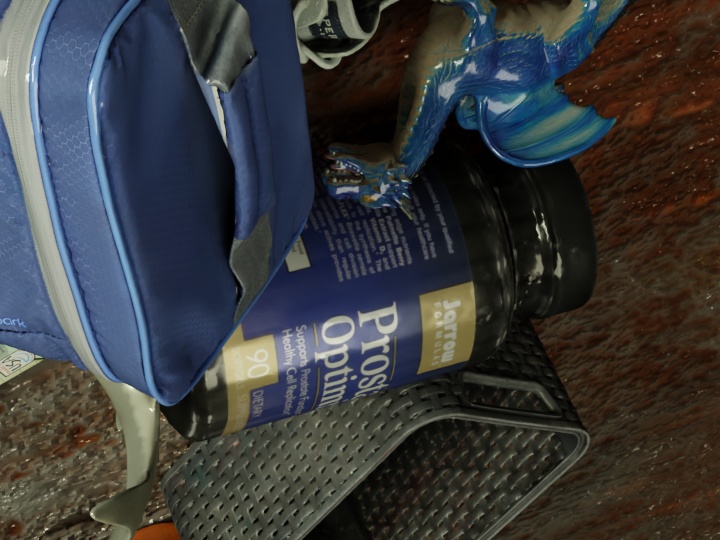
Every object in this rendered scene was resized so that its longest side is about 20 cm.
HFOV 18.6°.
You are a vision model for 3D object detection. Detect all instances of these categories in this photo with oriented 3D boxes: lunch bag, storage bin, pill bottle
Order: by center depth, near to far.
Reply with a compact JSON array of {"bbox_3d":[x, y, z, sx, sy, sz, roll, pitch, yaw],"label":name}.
[{"bbox_3d":[-0.089,-0.060,0.768,0.132,0.136,0.200,15,142,19],"label":"lunch bag"},{"bbox_3d":[0.000,0.000,0.998,0.200,0.112,0.112,-15,147,-16],"label":"pill bottle"},{"bbox_3d":[0.005,0.103,1.169,0.135,0.094,0.200,11,133,-43],"label":"storage bin"}]

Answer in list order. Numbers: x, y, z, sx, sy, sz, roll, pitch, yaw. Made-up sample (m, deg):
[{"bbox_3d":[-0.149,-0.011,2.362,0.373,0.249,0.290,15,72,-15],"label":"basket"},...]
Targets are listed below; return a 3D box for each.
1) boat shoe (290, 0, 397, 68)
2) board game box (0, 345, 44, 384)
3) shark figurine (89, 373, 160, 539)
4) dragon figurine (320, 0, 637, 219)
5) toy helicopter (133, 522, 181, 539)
[{"bbox_3d":[-0.015,-0.120,0.848,0.201,0.072,0.070,-30,149,11],"label":"boat shoe"},{"bbox_3d":[-0.239,0.021,0.941,0.134,0.029,0.200,-30,148,6],"label":"board game box"},{"bbox_3d":[-0.132,0.023,0.911,0.089,0.215,0.128,-31,179,40],"label":"shark figurine"},{"bbox_3d":[0.071,-0.082,0.936,0.200,0.059,0.100,-14,115,-17],"label":"dragon figurine"},{"bbox_3d":[-0.179,0.210,1.217,0.200,0.079,0.132,-37,146,25],"label":"toy helicopter"}]
